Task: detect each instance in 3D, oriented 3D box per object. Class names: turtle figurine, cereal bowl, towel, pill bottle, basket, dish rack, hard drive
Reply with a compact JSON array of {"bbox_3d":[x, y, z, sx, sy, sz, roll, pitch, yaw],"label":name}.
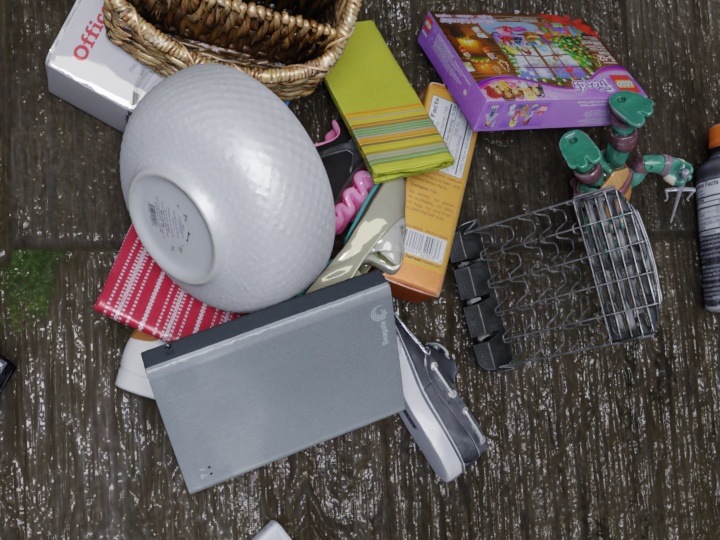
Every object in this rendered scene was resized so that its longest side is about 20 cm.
[{"bbox_3d":[0.260,-0.080,0.907,0.151,0.100,0.201,-53,142,-15],"label":"turtle figurine"},{"bbox_3d":[-0.118,-0.050,0.698,0.202,0.199,0.083,54,48,-5],"label":"cereal bowl"},{"bbox_3d":[-0.121,0.022,0.797,0.197,0.023,0.146,26,46,-14],"label":"towel"},{"bbox_3d":[0.422,-0.060,0.975,0.104,0.106,0.205,1,84,-18],"label":"pill bottle"},{"bbox_3d":[-0.099,-0.226,0.710,0.196,0.149,0.146,13,77,-19],"label":"basket"},{"bbox_3d":[0.012,-0.165,0.847,0.084,0.018,0.202,-11,56,-23],"label":"towel"},{"bbox_3d":[0.181,0.010,0.847,0.054,0.197,0.157,-15,89,-59],"label":"dish rack"},{"bbox_3d":[-0.062,0.090,0.722,0.196,0.033,0.142,-19,129,-13],"label":"hard drive"}]

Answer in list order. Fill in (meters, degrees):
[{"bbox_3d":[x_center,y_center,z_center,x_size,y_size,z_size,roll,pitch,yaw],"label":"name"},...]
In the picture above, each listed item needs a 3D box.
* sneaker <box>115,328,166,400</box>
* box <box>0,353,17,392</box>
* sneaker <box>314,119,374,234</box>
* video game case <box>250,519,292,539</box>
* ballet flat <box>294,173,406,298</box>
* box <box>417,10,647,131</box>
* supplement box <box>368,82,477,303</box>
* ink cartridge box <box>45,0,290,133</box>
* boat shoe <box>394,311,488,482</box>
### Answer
[{"bbox_3d":[-0.111,0.089,0.798,0.196,0.073,0.086,18,81,-14],"label":"sneaker"},{"bbox_3d":[-0.387,0.075,0.686,0.198,0.114,0.134,34,75,-12],"label":"box"},{"bbox_3d":[-0.049,-0.070,0.831,0.095,0.079,0.200,42,55,1],"label":"sneaker"},{"bbox_3d":[-0.083,0.365,0.805,0.181,0.023,0.201,-40,98,-18],"label":"video game case"},{"bbox_3d":[0.000,0.000,0.795,0.069,0.069,0.201,39,73,-10],"label":"ballet flat"},{"bbox_3d":[0.171,-0.202,0.894,0.196,0.039,0.138,-7,52,-27],"label":"box"},{"bbox_3d":[0.064,-0.076,0.880,0.068,0.066,0.204,19,78,-12],"label":"supplement box"},{"bbox_3d":[-0.160,-0.184,0.806,0.197,0.084,0.147,28,75,-14],"label":"ink cartridge box"},{"bbox_3d":[0.061,0.100,0.856,0.067,0.072,0.203,-31,97,-17],"label":"boat shoe"}]
